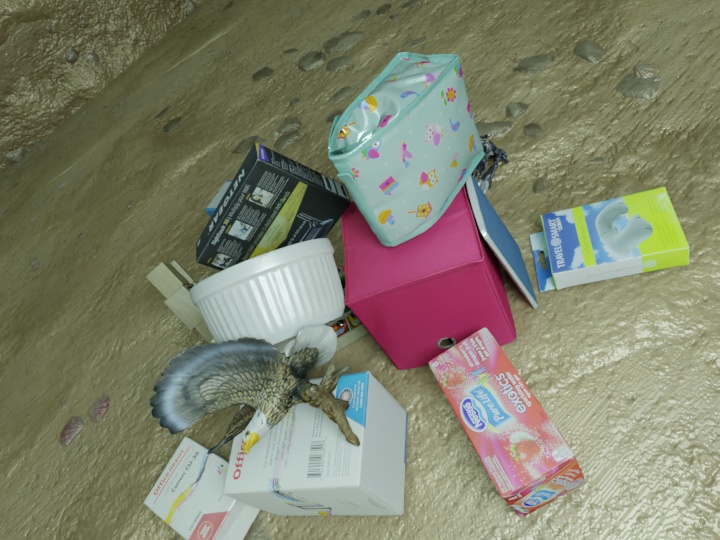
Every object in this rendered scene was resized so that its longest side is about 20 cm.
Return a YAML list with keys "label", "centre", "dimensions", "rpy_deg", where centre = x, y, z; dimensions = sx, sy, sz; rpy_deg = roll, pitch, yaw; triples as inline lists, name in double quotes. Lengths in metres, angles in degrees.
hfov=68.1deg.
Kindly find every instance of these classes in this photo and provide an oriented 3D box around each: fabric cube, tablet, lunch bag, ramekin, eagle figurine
- label: "fabric cube"
  centre: [0.101, 0.001, 0.798]
  dimensions: [0.196, 0.199, 0.200]
  rpy_deg: [-18, 48, 17]
- label: "tablet"
  centre: [0.203, -0.040, 0.768]
  dimensions: [0.014, 0.200, 0.130]
  rpy_deg: [-26, 45, 23]
- label: "lunch bag"
  centre: [0.054, -0.151, 0.688]
  dimensions: [0.122, 0.170, 0.200]
  rpy_deg: [24, 67, 41]
- label: "ramekin"
  centre: [-0.116, 0.042, 0.717]
  dimensions: [0.200, 0.200, 0.105]
  rpy_deg: [-22, 87, 14]
- label: "eagle figurine"
  centre: [-0.118, 0.149, 0.621]
  dimensions: [0.200, 0.151, 0.152]
  rpy_deg: [-6, 94, 26]

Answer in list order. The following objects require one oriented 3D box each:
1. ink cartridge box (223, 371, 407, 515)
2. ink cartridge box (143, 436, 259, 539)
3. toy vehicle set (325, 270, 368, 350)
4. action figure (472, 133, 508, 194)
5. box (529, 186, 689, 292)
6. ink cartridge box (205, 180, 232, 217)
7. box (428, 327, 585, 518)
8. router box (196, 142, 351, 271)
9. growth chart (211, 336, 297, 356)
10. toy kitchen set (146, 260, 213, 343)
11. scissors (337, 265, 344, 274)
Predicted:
- label: "ink cartridge box"
  centre: [-0.055, 0.245, 0.732]
  dimensions: [0.200, 0.145, 0.147]
  rpy_deg: [-11, 51, 23]
- label: "ink cartridge box"
  centre: [-0.251, 0.341, 0.827]
  dimensions: [0.200, 0.068, 0.117]
  rpy_deg: [12, 62, 37]
- label: "toy vehicle set"
  centre: [-0.057, 0.083, 0.939]
  dimensions: [0.200, 0.027, 0.124]
  rpy_deg: [-31, 50, 6]
- label: "action figure"
  centre: [0.196, -0.201, 0.958]
  dimensions: [0.119, 0.200, 0.102]
  rpy_deg: [36, 111, 11]
- label: "box"
  centre: [0.356, -0.045, 0.788]
  dimensions: [0.200, 0.048, 0.122]
  rpy_deg: [-13, 49, 21]
- label: "ink cartridge box"
  centre: [-0.175, -0.077, 1.027]
  dimensions: [0.144, 0.200, 0.085]
  rpy_deg: [5, 54, 33]
- label: "box"
  centre: [0.178, 0.186, 0.672]
  dimensions: [0.095, 0.100, 0.200]
  rpy_deg: [-32, 46, 5]
- label: "router box"
  centre: [-0.135, -0.072, 0.808]
  dimensions: [0.200, 0.157, 0.052]
  rpy_deg: [-51, 36, 26]
- label: "growth chart"
  centre: [-0.158, 0.098, 0.809]
  dimensions: [0.144, 0.018, 0.201]
  rpy_deg: [-8, 80, -4]
- label: "toy kitchen set"
  centre: [-0.256, 0.027, 1.024]
  dimensions: [0.180, 0.200, 0.163]
  rpy_deg: [-43, 4, -3]
- label: "scissors"
  centre: [0.000, 0.000, 0.989]
  dimensions: [0.200, 0.014, 0.073]
  rpy_deg: [-23, 46, 15]
